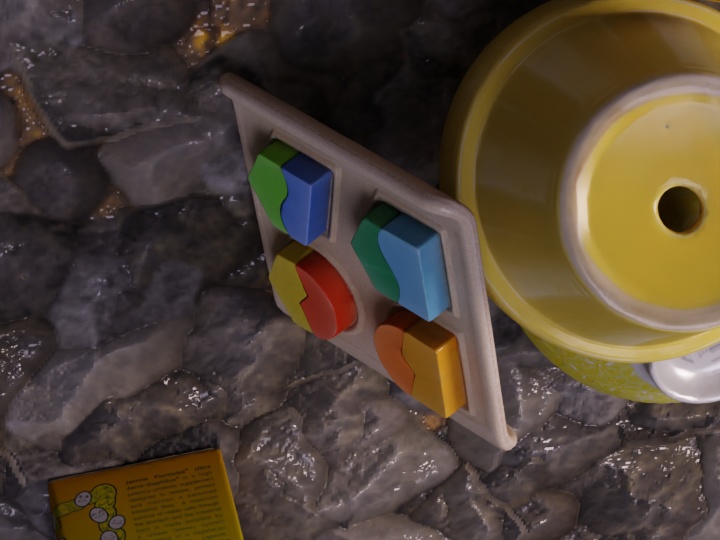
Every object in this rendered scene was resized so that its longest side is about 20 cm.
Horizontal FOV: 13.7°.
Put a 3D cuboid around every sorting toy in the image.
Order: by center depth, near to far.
[{"bbox_3d":[0.000,0.000,1.638,0.036,0.185,0.200,-41,140,-23],"label":"sorting toy"}]

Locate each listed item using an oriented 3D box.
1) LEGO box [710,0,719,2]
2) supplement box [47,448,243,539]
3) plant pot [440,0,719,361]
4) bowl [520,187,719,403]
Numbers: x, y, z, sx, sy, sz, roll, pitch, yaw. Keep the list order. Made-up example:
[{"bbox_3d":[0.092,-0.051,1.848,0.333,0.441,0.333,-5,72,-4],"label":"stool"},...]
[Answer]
[{"bbox_3d":[0.218,-0.236,1.535,0.148,0.077,0.201,10,128,-3],"label":"LEGO box"},{"bbox_3d":[-0.113,0.219,1.775,0.109,0.200,0.109,-10,132,-7],"label":"supplement box"},{"bbox_3d":[0.150,-0.044,1.570,0.200,0.189,0.202,-1,98,-5],"label":"plant pot"},{"bbox_3d":[0.191,0.013,1.750,0.199,0.108,0.201,-9,133,-9],"label":"bowl"}]
